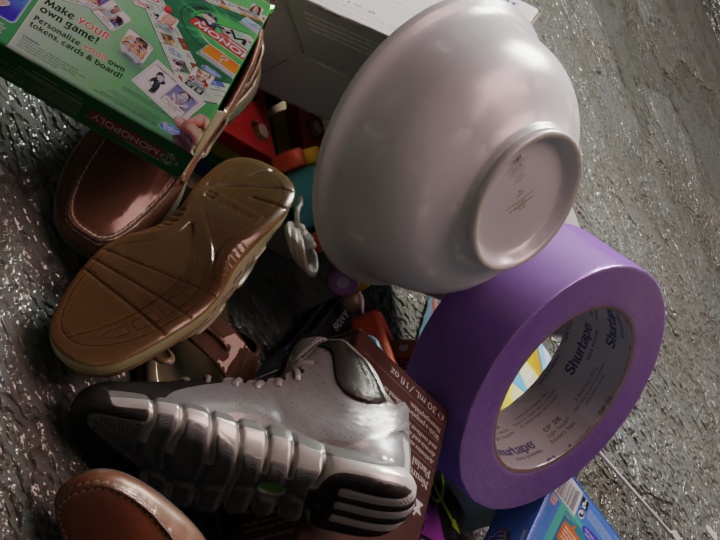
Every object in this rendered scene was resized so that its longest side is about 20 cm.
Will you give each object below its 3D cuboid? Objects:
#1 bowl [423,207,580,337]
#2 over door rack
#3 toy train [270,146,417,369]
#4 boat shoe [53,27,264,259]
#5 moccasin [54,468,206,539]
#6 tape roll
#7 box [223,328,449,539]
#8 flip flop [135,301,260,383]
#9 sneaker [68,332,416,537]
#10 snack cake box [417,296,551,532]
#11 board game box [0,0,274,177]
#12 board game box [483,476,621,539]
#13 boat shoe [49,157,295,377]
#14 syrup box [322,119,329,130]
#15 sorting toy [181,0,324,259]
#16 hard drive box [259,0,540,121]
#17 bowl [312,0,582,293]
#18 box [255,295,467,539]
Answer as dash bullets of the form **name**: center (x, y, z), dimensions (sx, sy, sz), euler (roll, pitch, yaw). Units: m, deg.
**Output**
- **bowl**: center (0.086, -0.045, 1.220), dimensions (0.075, 0.200, 0.200), euler (-58, 147, -20)
- **over door rack**: center (0.221, 0.235, 1.409), dimensions (0.200, 0.067, 0.148), euler (39, 30, -8)
- **toy train**: center (0.000, 0.000, 1.081), dimensions (0.200, 0.056, 0.150), euler (64, 8, -50)
- **boat shoe**: center (-0.121, -0.093, 0.972), dimensions (0.076, 0.072, 0.200), euler (31, 58, -3)
- **moccasin**: center (-0.103, 0.197, 0.826), dimensions (0.078, 0.074, 0.202), euler (-56, 128, -71)
- **tape roll**: center (0.124, 0.069, 1.124), dimensions (0.066, 0.200, 0.200), euler (38, 5, 38)
- **box**: center (-0.017, 0.146, 0.985), dimensions (0.100, 0.075, 0.200), euler (44, 44, -30)
- **flip flop**: center (-0.093, 0.043, 0.990), dimensions (0.081, 0.058, 0.200), euler (41, 34, -42)
- **sneaker**: center (-0.063, 0.079, 0.919), dimensions (0.200, 0.075, 0.116), euler (17, 45, -10)
- **snack cake box**: center (0.097, 0.102, 1.302), dimensions (0.115, 0.067, 0.200), euler (56, 26, -22)
- **board game box**: center (-0.162, -0.156, 0.921), dimensions (0.200, 0.029, 0.135), euler (30, 51, -9)
- **board game box**: center (0.136, 0.265, 1.181), dimensions (0.152, 0.045, 0.200), euler (52, 49, -27)
- **boat shoe**: center (-0.107, 0.008, 0.939), dimensions (0.073, 0.063, 0.200), euler (35, 47, 15)
- **syrup box**: center (-0.010, -0.169, 1.318), dimensions (0.079, 0.081, 0.200), euler (38, 36, -48)
- **sorting toy**: center (-0.092, -0.135, 1.139), dimensions (0.200, 0.070, 0.199), euler (28, 44, -52)
- **hard drive box**: center (0.030, -0.162, 1.139), dimensions (0.156, 0.077, 0.200), euler (26, 28, 6)
- **bowl**: center (0.074, -0.062, 0.990), dimensions (0.090, 0.201, 0.201), euler (35, 5, 36)
- **box**: center (0.001, 0.132, 1.125), dimensions (0.200, 0.036, 0.143), euler (59, 25, -11)
